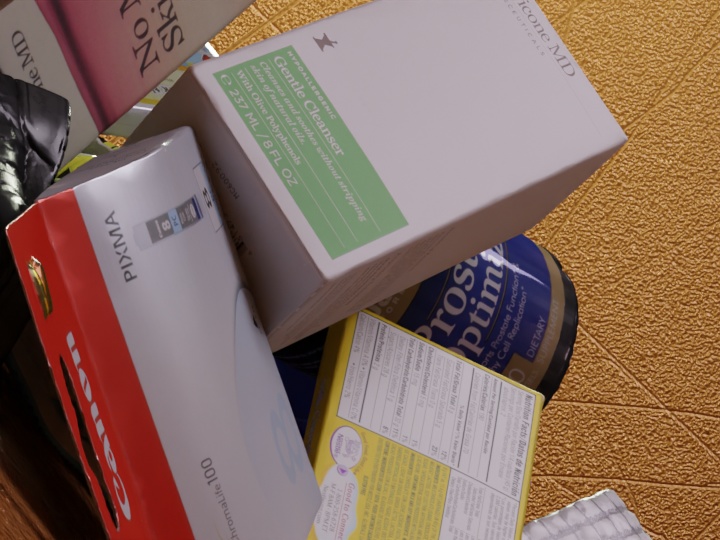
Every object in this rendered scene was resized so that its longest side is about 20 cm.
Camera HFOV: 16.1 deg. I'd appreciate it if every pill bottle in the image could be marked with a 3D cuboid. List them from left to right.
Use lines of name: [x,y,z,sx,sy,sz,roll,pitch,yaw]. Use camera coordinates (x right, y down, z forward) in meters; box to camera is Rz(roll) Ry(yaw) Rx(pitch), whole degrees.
pill bottle: [0.000,0.000,1.189,0.200,0.112,0.112,30,12,-37]

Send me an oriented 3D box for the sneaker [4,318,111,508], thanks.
sneaker: [-0.092,0.047,1.047,0.200,0.081,0.077,54,0,-40]

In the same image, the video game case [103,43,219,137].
video game case: [-0.160,-0.134,1.310,0.199,0.023,0.182,6,39,-50]

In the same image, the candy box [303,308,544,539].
candy box: [0.017,0.113,1.056,0.102,0.026,0.201,28,48,-17]

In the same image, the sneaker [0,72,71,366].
sneaker: [-0.165,-0.042,0.944,0.104,0.060,0.200,27,29,-18]

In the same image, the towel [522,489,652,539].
towel: [0.077,0.204,1.111,0.166,0.199,0.086,58,-41,13]

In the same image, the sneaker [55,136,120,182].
sneaker: [-0.136,-0.011,1.178,0.076,0.075,0.200,46,14,-1]

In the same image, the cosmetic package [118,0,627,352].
cosmetic package: [0.005,-0.049,1.076,0.108,0.200,0.085,55,-43,8]

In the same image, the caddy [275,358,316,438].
caddy: [-0.076,0.036,1.318,0.200,0.141,0.105,53,1,13]

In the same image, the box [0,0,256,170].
box: [-0.135,-0.143,1.108,0.109,0.200,0.128,6,-51,37]

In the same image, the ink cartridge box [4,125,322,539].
ink cartridge box: [-0.066,0.038,0.910,0.200,0.047,0.161,-72,144,-81]

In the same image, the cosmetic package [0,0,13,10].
cosmetic package: [-0.172,-0.099,0.788,0.090,0.107,0.200,53,-4,-19]
